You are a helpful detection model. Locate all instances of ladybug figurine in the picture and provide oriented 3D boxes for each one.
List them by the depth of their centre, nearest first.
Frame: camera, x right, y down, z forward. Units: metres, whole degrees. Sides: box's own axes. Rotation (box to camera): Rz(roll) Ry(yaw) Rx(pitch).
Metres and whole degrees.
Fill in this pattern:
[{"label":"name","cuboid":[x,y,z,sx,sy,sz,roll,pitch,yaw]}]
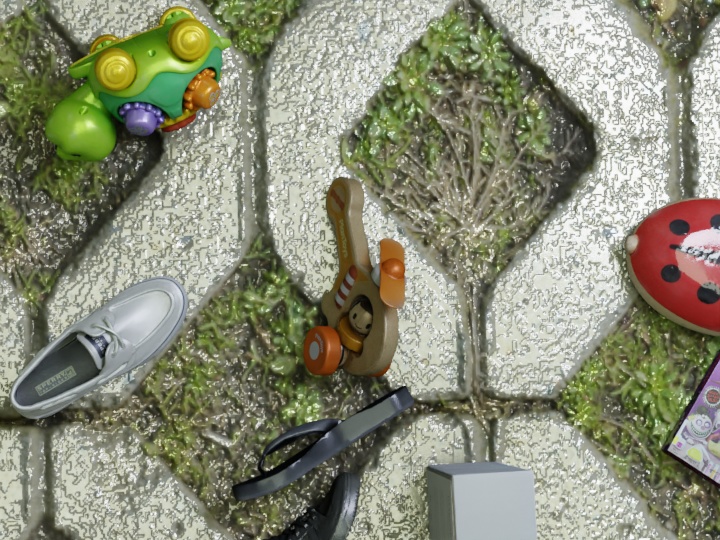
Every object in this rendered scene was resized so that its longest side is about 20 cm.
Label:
[{"label":"ladybug figurine","cuboid":[0.359,-0.005,1.565,0.197,0.072,0.138,10,85,-3]}]

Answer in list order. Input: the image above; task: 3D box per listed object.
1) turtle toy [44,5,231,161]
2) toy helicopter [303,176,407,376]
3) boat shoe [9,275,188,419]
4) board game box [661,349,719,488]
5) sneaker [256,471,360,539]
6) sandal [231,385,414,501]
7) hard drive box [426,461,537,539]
[{"label":"turtle toy","cuboid":[-0.213,-0.176,1.516,0.198,0.146,0.102,-23,109,-5]},{"label":"toy helicopter","cuboid":[0.000,0.000,1.521,0.078,0.132,0.202,4,66,-32]},{"label":"boat shoe","cuboid":[-0.249,0.077,1.520,0.200,0.065,0.074,-40,89,-6]},{"label":"board game box","cuboid":[0.415,0.182,1.579,0.199,0.032,0.121,32,80,-1]},{"label":"sneaker","cuboid":[-0.078,0.278,1.519,0.103,0.060,0.202,20,89,-6]},{"label":"sandal","cuboid":[-0.042,0.161,1.528,0.199,0.076,0.043,-31,90,-16]},{"label":"hard drive box","cuboid":[0.111,0.260,1.464,0.076,0.200,0.158,-3,86,-4]}]
